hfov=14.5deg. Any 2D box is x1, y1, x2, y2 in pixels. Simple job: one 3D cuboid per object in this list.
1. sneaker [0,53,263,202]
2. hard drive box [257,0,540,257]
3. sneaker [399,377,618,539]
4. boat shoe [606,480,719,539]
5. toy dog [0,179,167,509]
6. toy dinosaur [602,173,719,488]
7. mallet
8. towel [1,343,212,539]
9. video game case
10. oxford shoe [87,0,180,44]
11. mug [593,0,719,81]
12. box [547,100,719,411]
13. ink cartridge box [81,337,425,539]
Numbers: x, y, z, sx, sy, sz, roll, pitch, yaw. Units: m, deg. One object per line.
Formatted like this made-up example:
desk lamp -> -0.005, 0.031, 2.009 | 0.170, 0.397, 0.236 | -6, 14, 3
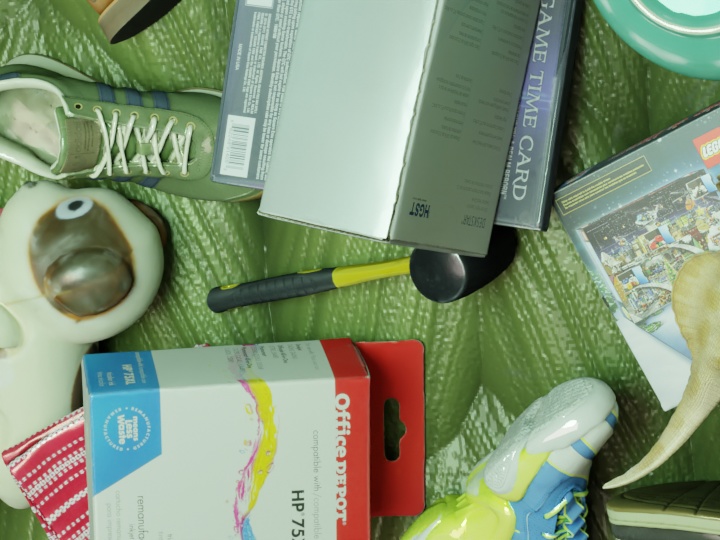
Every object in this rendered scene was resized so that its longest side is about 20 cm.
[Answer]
sneaker -> -0.144, -0.073, 1.629 | 0.199, 0.090, 0.067 | 15, 111, 19
hard drive box -> 0.029, -0.114, 1.464 | 0.076, 0.156, 0.201 | 12, 91, 21
sneaker -> 0.107, 0.140, 1.589 | 0.105, 0.076, 0.200 | 42, 137, -2
boat shoe -> 0.231, 0.156, 1.540 | 0.200, 0.072, 0.066 | 2, 102, 19
toy dog -> -0.195, 0.037, 1.663 | 0.194, 0.139, 0.200 | 38, 116, 9
toy dinosaur -> 0.203, 0.037, 1.492 | 0.101, 0.058, 0.201 | 26, 109, 31
mallet -> 0.000, 0.000, 1.623 | 0.199, 0.066, 0.041 | -8, 102, 42
towel -> -0.103, 0.156, 1.664 | 0.144, 0.023, 0.201 | -28, 112, 3
video game case -> 0.019, -0.106, 1.559 | 0.199, 0.019, 0.144 | 9, 91, 20
oxford shoe -> -0.095, -0.211, 1.577 | 0.200, 0.071, 0.071 | -38, 83, 30
mug -> 0.174, -0.184, 1.433 | 0.185, 0.114, 0.152 | 41, 118, 8
box -> 0.217, -0.026, 1.507 | 0.199, 0.038, 0.137 | -27, 94, 29
ink cartridge box -> -0.056, 0.106, 1.608 | 0.199, 0.067, 0.117 | -4, 108, -8
